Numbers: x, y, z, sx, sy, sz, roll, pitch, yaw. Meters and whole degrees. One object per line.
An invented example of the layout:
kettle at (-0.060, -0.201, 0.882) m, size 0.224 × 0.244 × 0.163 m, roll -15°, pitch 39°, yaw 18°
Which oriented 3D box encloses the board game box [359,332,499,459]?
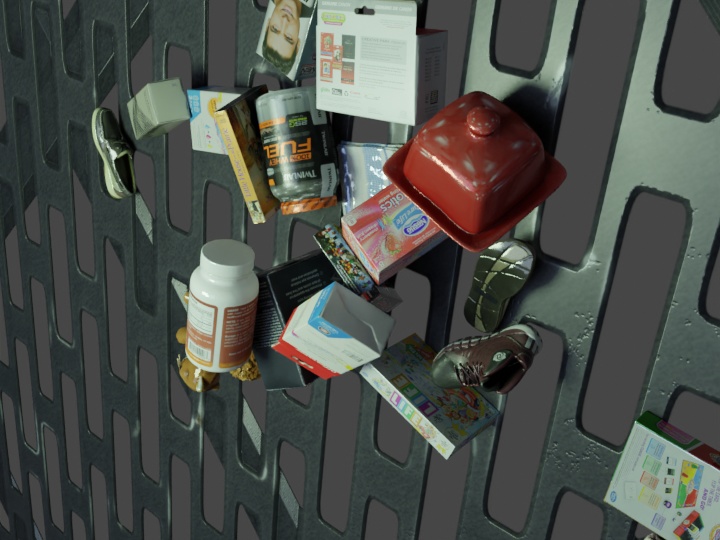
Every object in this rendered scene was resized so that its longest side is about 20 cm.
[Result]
board game box at (0.113, 0.200, 1.371) m, size 0.200 × 0.134 × 0.034 m, roll 43°, pitch 130°, yaw 21°

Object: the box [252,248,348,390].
box at (-0.096, 0.079, 1.471) m, size 0.117 × 0.196 × 0.201 m, roll -14°, pitch 97°, yaw 45°

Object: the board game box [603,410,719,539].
board game box at (0.456, 0.312, 1.167) m, size 0.199 × 0.040 × 0.154 m, roll 30°, pitch 124°, yaw 31°

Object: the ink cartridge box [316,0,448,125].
ink cartridge box at (0.030, -0.327, 1.280) m, size 0.199 × 0.084 × 0.177 m, roll 18°, pitch 118°, yaw 36°

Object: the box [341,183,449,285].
box at (0.080, -0.080, 1.243) m, size 0.103 × 0.199 × 0.095 m, roll 54°, pitch 172°, yaw 11°

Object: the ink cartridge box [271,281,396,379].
ink cartridge box at (-0.047, 0.099, 1.299) m, size 0.116 × 0.068 × 0.200 m, roll 33°, pitch 151°, yaw -15°

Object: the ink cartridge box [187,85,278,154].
ink cartridge box at (-0.227, -0.275, 1.545) m, size 0.199 × 0.068 × 0.116 m, roll 13°, pitch 115°, yaw 38°

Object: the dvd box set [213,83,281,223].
dvd box set at (-0.173, -0.202, 1.443) m, size 0.029 × 0.146 × 0.201 m, roll -5°, pitch 115°, yaw 28°

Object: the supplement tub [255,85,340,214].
supplement tub at (-0.102, -0.201, 1.413) m, size 0.122 × 0.122 × 0.202 m, roll -4°, pitch 99°, yaw 43°

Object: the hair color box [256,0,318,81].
hair color box at (-0.096, -0.426, 1.374) m, size 0.099 × 0.060 × 0.201 m, roll 40°, pitch 129°, yaw 24°

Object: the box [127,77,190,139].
box at (-0.397, -0.314, 1.640) m, size 0.200 × 0.068 × 0.083 m, roll -4°, pitch 101°, yaw 64°

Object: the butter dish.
butter dish at (0.158, -0.163, 1.127) m, size 0.200 × 0.199 × 0.148 m, roll 45°, pitch 162°, yaw 21°

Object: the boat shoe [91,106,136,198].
boat shoe at (-0.529, -0.257, 1.831) m, size 0.066 × 0.072 × 0.203 m, roll 2°, pitch 108°, yaw 32°

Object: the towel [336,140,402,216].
towel at (0.043, -0.136, 1.384) m, size 0.199 × 0.024 × 0.148 m, roll 11°, pitch 114°, yaw 39°

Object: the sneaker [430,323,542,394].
sneaker at (0.178, 0.153, 1.279) m, size 0.199 × 0.116 × 0.076 m, roll -29°, pitch 105°, yaw 33°

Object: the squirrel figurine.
squirrel figurine at (-0.275, 0.160, 1.683) m, size 0.198 × 0.142 × 0.188 m, roll 15°, pitch 85°, yaw 9°

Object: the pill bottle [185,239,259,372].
pill bottle at (-0.224, 0.056, 1.363) m, size 0.112 × 0.112 × 0.201 m, roll 31°, pitch 125°, yaw 30°

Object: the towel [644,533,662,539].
towel at (0.465, 0.514, 1.243) m, size 0.191 × 0.032 × 0.201 m, roll 37°, pitch 128°, yaw 25°

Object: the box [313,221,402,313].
box at (0.000, 0.000, 1.364) m, size 0.038 × 0.200 × 0.137 m, roll -36°, pitch 78°, yaw 7°

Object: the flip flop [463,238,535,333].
flip flop at (0.213, 0.019, 1.272) m, size 0.081 × 0.057 × 0.201 m, roll 38°, pitch 143°, yaw 20°
